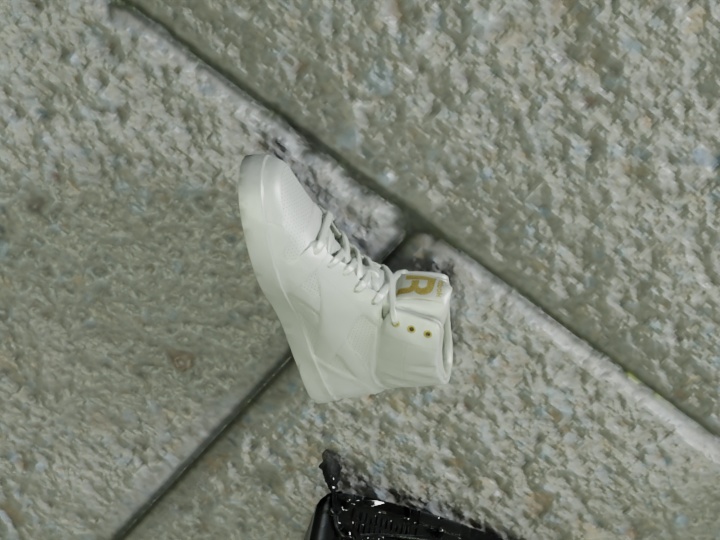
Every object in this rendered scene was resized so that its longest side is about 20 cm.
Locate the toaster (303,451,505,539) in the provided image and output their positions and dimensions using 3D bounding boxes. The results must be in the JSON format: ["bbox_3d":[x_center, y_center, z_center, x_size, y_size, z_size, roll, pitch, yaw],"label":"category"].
[{"bbox_3d":[0.030,0.257,1.331,0.180,0.200,0.119,18,131,-6],"label":"toaster"}]

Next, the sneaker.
[{"bbox_3d":[0.000,0.000,1.226,0.115,0.074,0.200,-6,132,19],"label":"sneaker"}]
